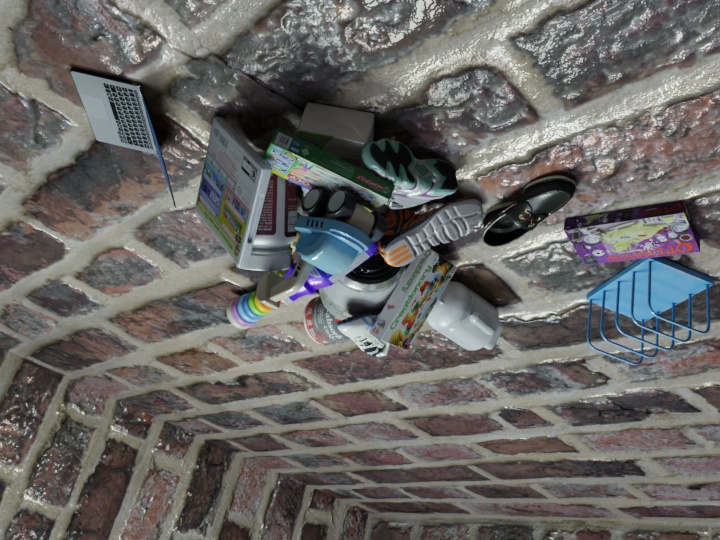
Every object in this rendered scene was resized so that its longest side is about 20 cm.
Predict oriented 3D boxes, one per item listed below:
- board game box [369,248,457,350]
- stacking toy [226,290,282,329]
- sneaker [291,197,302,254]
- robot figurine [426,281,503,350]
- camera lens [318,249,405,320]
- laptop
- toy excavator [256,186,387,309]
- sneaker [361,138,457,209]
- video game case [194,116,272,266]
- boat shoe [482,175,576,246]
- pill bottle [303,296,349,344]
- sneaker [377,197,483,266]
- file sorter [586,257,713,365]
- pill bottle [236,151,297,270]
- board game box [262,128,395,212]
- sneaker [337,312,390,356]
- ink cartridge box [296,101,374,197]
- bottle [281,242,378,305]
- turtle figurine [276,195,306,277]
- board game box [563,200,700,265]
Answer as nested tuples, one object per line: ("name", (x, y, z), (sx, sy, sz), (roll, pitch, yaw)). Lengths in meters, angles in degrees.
("board game box", (0.107, 0.056, 1.424), (0.035, 0.201, 0.126), (32, -177, 33))
("stacking toy", (-0.242, 0.080, 1.777), (0.085, 0.086, 0.200), (34, 140, -31))
("sneaker", (-0.154, -0.087, 1.430), (0.072, 0.085, 0.200), (10, 148, 12))
("robot figurine", (0.217, 0.097, 1.548), (0.200, 0.113, 0.169), (33, 170, -31))
("camera lens", (0.000, 0.000, 1.432), (0.159, 0.161, 0.200), (15, 151, -1))
("laptop", (-0.414, -0.229, 1.270), (0.199, 0.116, 0.188), (13, 150, 2))
("toy excavator", (-0.077, -0.026, 1.177), (0.100, 0.201, 0.194), (33, 165, -39))
("sneaker", (0.050, -0.144, 1.199), (0.199, 0.078, 0.140), (16, 153, -38))
("video game case", (-0.219, -0.135, 1.217), (0.022, 0.200, 0.183), (-3, 125, -37))
("boat shoe", (0.286, -0.098, 1.234), (0.073, 0.063, 0.201), (30, 146, -22))
("pill bottle", (-0.028, 0.103, 1.670), (0.199, 0.116, 0.116), (-15, 139, 41))
("sneaker", (0.116, -0.095, 1.305), (0.199, 0.112, 0.078), (-25, 129, 2))
("file sorter", (0.539, 0.082, 1.366), (0.138, 0.123, 0.200), (21, 151, -10))
("pill bottle", (-0.167, -0.105, 1.263), (0.114, 0.201, 0.114), (3, -173, 0))
("board game box", (-0.057, -0.152, 1.149), (0.199, 0.029, 0.135), (24, 166, -12))
("sneaker", (0.014, 0.130, 1.437), (0.072, 0.073, 0.200), (-17, 160, 19))
("ink cartridge box", (-0.040, -0.185, 1.223), (0.117, 0.068, 0.200), (11, 150, 5))
("bottle", (-0.066, -0.014, 1.299), (0.200, 0.084, 0.065), (-36, 168, 6))
("turtle figurine", (-0.142, -0.071, 1.373), (0.199, 0.064, 0.162), (-5, 113, 8))
("board game box", (0.469, -0.061, 1.249), (0.199, 0.032, 0.120), (-8, 148, 35))
